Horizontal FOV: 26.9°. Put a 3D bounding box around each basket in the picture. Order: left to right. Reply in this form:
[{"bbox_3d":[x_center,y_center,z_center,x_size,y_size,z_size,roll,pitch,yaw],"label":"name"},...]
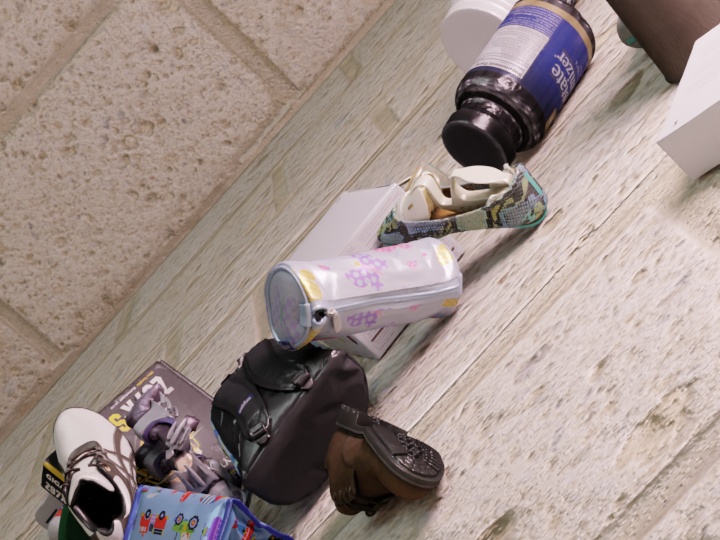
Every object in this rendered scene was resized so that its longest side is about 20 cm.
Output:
[{"bbox_3d":[0.279,-0.309,1.438,0.136,0.200,0.181,-32,21,52],"label":"basket"}]

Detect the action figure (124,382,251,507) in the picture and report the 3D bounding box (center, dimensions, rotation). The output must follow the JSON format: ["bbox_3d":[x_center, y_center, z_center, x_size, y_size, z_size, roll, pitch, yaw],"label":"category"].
[{"bbox_3d":[-0.168,0.191,1.501,0.069,0.131,0.199,-38,36,-19],"label":"action figure"}]

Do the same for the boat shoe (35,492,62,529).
[{"bbox_3d":[-0.436,0.326,2.279,0.200,0.072,0.071,-39,19,43],"label":"boat shoe"}]

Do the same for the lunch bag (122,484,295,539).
[{"bbox_3d":[-0.172,0.312,1.377,0.149,0.094,0.202,-2,56,46],"label":"lunch bag"}]

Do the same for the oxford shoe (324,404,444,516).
[{"bbox_3d":[0.017,0.171,1.251,0.085,0.072,0.200,-66,12,-4],"label":"oxford shoe"}]

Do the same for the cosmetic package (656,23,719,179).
[{"bbox_3d":[0.336,-0.176,1.193,0.199,0.052,0.151,-36,16,45],"label":"cosmetic package"}]

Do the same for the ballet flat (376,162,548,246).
[{"bbox_3d":[0.093,-0.072,1.511,0.198,0.075,0.075,-10,33,31],"label":"ballet flat"}]

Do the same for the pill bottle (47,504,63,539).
[{"bbox_3d":[-0.286,0.273,1.839,0.112,0.112,0.201,-29,23,56],"label":"pill bottle"}]

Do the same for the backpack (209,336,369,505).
[{"bbox_3d":[-0.075,0.141,1.496,0.164,0.154,0.199,-54,35,-8],"label":"backpack"}]

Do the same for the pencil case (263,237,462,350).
[{"bbox_3d":[0.004,0.020,1.454,0.198,0.084,0.090,-10,1,-36],"label":"pencil case"}]

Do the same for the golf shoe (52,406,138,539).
[{"bbox_3d":[-0.262,0.203,1.501,0.077,0.095,0.201,-33,57,-4],"label":"golf shoe"}]

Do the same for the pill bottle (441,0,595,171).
[{"bbox_3d":[0.174,-0.205,1.688,0.201,0.112,0.112,-56,15,-26],"label":"pill bottle"}]

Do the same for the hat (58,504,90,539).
[{"bbox_3d":[-0.219,0.298,1.709,0.175,0.168,0.199,-3,-14,-44],"label":"hat"}]

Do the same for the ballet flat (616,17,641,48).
[{"bbox_3d":[0.324,-0.314,1.610,0.201,0.067,0.064,-57,8,-33],"label":"ballet flat"}]

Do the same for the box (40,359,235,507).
[{"bbox_3d":[-0.222,0.206,1.624,0.200,0.159,0.050,-43,-21,-42],"label":"box"}]

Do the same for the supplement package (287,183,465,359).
[{"bbox_3d":[0.000,0.000,1.678,0.156,0.111,0.200,-51,12,-10],"label":"supplement package"}]

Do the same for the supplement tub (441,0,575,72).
[{"bbox_3d":[0.202,-0.356,1.968,0.140,0.140,0.201,-30,23,55],"label":"supplement tub"}]

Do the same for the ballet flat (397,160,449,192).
[{"bbox_3d":[0.029,-0.050,1.828,0.200,0.062,0.067,-47,-2,4],"label":"ballet flat"}]
